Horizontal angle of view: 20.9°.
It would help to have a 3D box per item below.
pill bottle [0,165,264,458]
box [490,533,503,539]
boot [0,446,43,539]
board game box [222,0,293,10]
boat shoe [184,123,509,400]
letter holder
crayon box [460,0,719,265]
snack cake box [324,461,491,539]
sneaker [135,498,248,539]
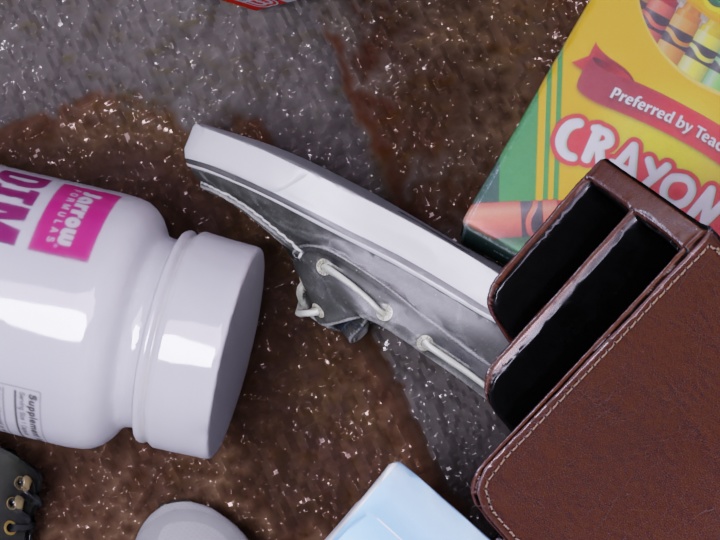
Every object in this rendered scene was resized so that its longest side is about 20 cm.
[{"bbox_3d":[-0.149,0.013,0.851,0.199,0.113,0.114,13,83,4],"label":"pill bottle"},{"bbox_3d":[0.051,0.241,0.851,0.160,0.044,0.200,-34,83,-3],"label":"box"},{"bbox_3d":[-0.150,0.152,0.857,0.200,0.077,0.139,27,79,4],"label":"boot"},{"bbox_3d":[-0.010,-0.227,0.865,0.046,0.151,0.201,12,82,-36],"label":"board game box"},{"bbox_3d":[0.000,0.000,0.870,0.200,0.071,0.064,30,95,12],"label":"boat shoe"},{"bbox_3d":[0.134,0.079,0.796,0.200,0.101,0.142,40,94,-25],"label":"letter holder"},{"bbox_3d":[0.147,-0.072,0.880,0.127,0.051,0.200,29,84,5],"label":"crayon box"},{"bbox_3d":[0.069,0.167,0.780,0.200,0.115,0.067,41,86,7],"label":"snack cake box"},{"bbox_3d":[-0.070,0.166,0.807,0.075,0.087,0.200,-19,45,5],"label":"sneaker"}]
